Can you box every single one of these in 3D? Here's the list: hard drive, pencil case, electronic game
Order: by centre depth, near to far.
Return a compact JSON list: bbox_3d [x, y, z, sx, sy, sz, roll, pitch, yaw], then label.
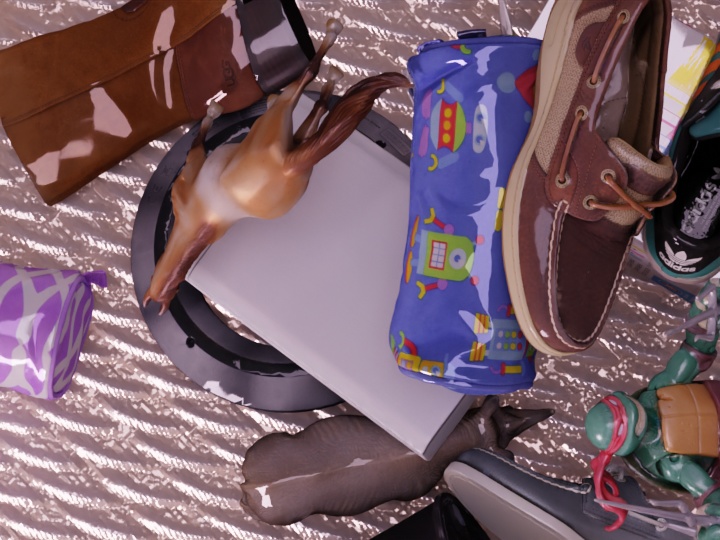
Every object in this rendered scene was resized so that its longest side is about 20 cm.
[{"bbox_3d":[0.060,-0.034,1.167,0.086,0.078,0.202,4,93,20],"label":"pencil case"},{"bbox_3d":[0.000,0.000,1.254,0.200,0.027,0.132,36,84,19],"label":"hard drive"},{"bbox_3d":[-0.262,0.017,1.302,0.199,0.084,0.086,16,63,3],"label":"pencil case"},{"bbox_3d":[-0.043,-0.013,1.309,0.198,0.042,0.202,-1,78,7],"label":"electronic game"}]

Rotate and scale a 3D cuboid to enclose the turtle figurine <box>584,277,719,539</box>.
[{"bbox_3d":[0.198,0.082,1.181,0.199,0.101,0.151,1,79,-25],"label":"turtle figurine"}]

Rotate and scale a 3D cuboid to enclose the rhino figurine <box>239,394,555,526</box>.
[{"bbox_3d":[0.020,0.109,1.273,0.198,0.087,0.060,-13,85,2],"label":"rhino figurine"}]

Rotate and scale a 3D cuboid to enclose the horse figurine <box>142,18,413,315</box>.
[{"bbox_3d":[-0.057,-0.063,1.201,0.050,0.200,0.133,37,55,-23],"label":"horse figurine"}]

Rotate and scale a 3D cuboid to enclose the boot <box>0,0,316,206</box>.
[{"bbox_3d":[-0.146,-0.163,1.333,0.199,0.068,0.189,-24,85,13],"label":"boot"}]

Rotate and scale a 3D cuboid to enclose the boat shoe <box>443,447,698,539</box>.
[{"bbox_3d":[0.143,0.147,1.228,0.199,0.073,0.062,29,71,0],"label":"boat shoe"}]

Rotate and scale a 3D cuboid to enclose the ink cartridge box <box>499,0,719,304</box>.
[{"bbox_3d":[0.154,-0.083,1.263,0.199,0.129,0.126,30,88,6],"label":"ink cartridge box"}]

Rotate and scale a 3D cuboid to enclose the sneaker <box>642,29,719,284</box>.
[{"bbox_3d":[0.214,-0.087,1.154,0.071,0.080,0.201,23,86,4],"label":"sneaker"}]

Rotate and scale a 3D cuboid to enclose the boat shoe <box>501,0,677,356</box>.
[{"bbox_3d":[0.128,-0.053,1.120,0.072,0.072,0.202,12,87,-39],"label":"boat shoe"}]

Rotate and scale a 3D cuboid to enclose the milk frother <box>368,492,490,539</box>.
[{"bbox_3d":[0.005,0.254,1.193,0.187,0.200,0.181,-29,94,12],"label":"milk frother"}]
